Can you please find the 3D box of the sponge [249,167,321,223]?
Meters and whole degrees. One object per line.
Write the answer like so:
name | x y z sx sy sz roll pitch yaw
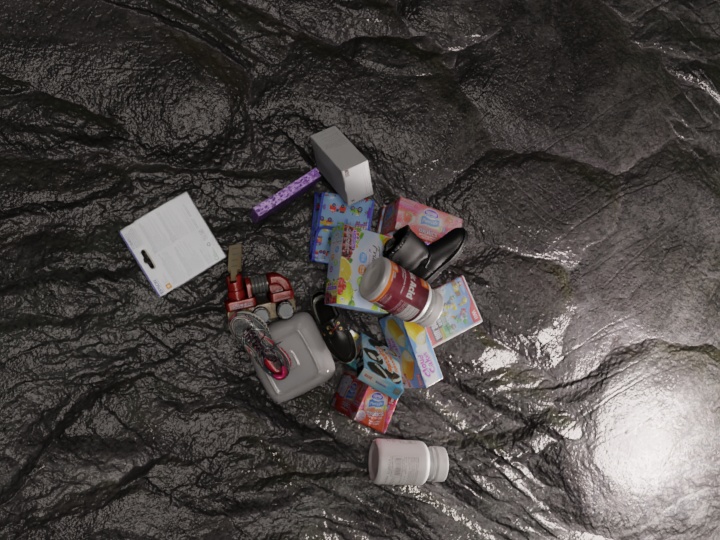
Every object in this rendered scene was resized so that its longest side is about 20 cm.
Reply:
sponge | -0.197 -0.194 1.639 0.199 0.111 0.030 -36 93 -15

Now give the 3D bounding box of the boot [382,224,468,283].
boot | 0.162 -0.063 1.607 0.161 0.074 0.199 33 108 -30

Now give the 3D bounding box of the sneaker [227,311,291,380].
sneaker | -0.240 0.180 1.521 0.081 0.075 0.200 -44 97 3

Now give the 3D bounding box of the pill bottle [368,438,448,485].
pill bottle | 0.128 0.512 1.670 0.196 0.114 0.117 7 84 -14

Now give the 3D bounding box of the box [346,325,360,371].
box | -0.038 0.200 1.683 0.199 0.049 0.083 37 78 -10

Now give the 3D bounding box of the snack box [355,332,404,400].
snack box | 0.045 0.238 1.578 0.115 0.200 0.037 30 105 -12

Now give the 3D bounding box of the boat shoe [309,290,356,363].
boat shoe | -0.073 0.144 1.602 0.073 0.063 0.203 -28 67 0

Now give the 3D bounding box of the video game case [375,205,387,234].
video game case | 0.101 -0.062 1.732 0.141 0.017 0.204 20 74 -19

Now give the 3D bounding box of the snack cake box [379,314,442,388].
snack cake box | 0.135 0.211 1.689 0.066 0.114 0.203 -20 90 -33

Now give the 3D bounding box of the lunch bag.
lunch bag | -0.056 -0.102 1.693 0.148 0.094 0.204 6 96 -17

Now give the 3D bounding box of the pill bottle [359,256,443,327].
pill bottle | 0.106 0.059 1.570 0.198 0.114 0.116 29 79 -27

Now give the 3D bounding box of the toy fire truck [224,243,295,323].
toy fire truck | -0.271 0.031 1.611 0.173 0.128 0.204 -12 99 -16

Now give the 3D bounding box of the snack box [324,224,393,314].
snack box | 0.000 0.000 1.617 0.166 0.067 0.204 14 78 -34

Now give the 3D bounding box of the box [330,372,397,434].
box | 0.008 0.335 1.605 0.094 0.200 0.101 27 80 -17

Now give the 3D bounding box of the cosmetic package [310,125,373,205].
cosmetic package | -0.050 -0.275 1.631 0.080 0.114 0.201 -26 48 -14

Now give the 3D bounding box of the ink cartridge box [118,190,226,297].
ink cartridge box | -0.475 -0.066 1.592 0.198 0.041 0.202 -32 94 -15

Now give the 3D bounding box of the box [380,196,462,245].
box | 0.165 -0.115 1.703 0.197 0.102 0.096 17 75 -19

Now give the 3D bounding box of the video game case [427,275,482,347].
video game case | 0.234 0.121 1.771 0.197 0.017 0.145 -25 92 -16

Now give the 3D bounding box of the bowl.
bowl | -0.182 0.228 1.605 0.197 0.075 0.202 -26 93 3
